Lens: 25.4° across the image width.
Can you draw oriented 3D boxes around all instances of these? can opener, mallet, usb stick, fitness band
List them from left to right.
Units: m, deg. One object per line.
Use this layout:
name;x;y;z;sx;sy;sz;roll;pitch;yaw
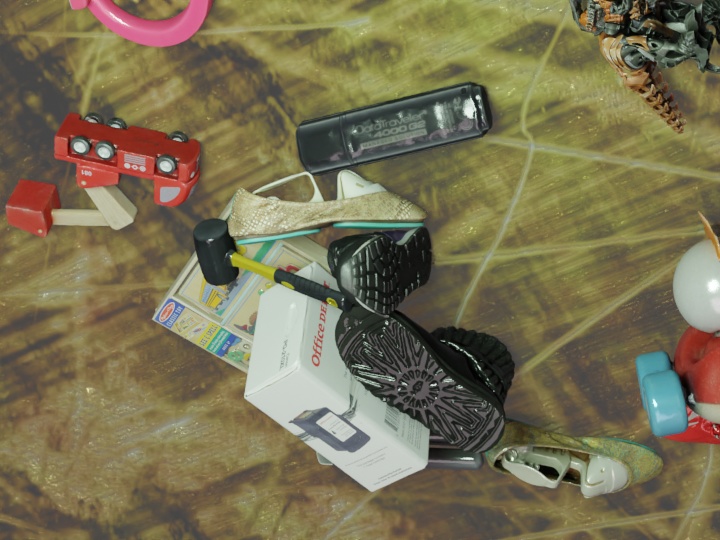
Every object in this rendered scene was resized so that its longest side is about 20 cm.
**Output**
fitness band;-0.208;-0.296;1.469;0.142;0.038;0.201;0;130;12
mallet;-0.091;-0.005;1.595;0.199;0.041;0.066;14;134;40
usb stick;0.029;-0.135;1.533;0.199;0.033;0.056;-11;95;23
can opener;0.045;0.201;1.816;0.198;0.054;0.067;1;162;14

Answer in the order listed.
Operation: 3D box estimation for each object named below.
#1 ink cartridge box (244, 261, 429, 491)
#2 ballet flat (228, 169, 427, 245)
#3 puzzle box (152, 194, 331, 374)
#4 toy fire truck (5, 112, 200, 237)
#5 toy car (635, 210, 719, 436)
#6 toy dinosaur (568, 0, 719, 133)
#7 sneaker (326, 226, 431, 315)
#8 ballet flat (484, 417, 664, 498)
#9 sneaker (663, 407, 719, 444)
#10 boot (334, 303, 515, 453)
ink cartridge box;-0.019;0.111;1.662;0.084;0.146;0.200;-29;127;31
ballet flat;-0.033;-0.067;1.584;0.198;0.071;0.066;-6;90;-7
puzzle box;-0.125;0.020;1.715;0.132;0.026;0.200;30;130;-10
toy fire truck;-0.264;-0.089;1.646;0.198;0.049;0.142;12;132;4
toy car;0.352;0.037;1.543;0.183;0.177;0.202;-10;98;7
toy dinosaur;0.253;-0.215;1.391;0.135;0.103;0.200;-2;149;36
sneaker;0.000;0.000;1.559;0.087;0.200;0.076;1;96;20
ballet flat;0.232;0.215;1.754;0.198;0.071;0.071;12;131;5
sneaker;0.403;0.162;1.650;0.198;0.085;0.077;-1;128;16
boot;0.068;0.086;1.634;0.211;0.158;0.079;41;113;-10
